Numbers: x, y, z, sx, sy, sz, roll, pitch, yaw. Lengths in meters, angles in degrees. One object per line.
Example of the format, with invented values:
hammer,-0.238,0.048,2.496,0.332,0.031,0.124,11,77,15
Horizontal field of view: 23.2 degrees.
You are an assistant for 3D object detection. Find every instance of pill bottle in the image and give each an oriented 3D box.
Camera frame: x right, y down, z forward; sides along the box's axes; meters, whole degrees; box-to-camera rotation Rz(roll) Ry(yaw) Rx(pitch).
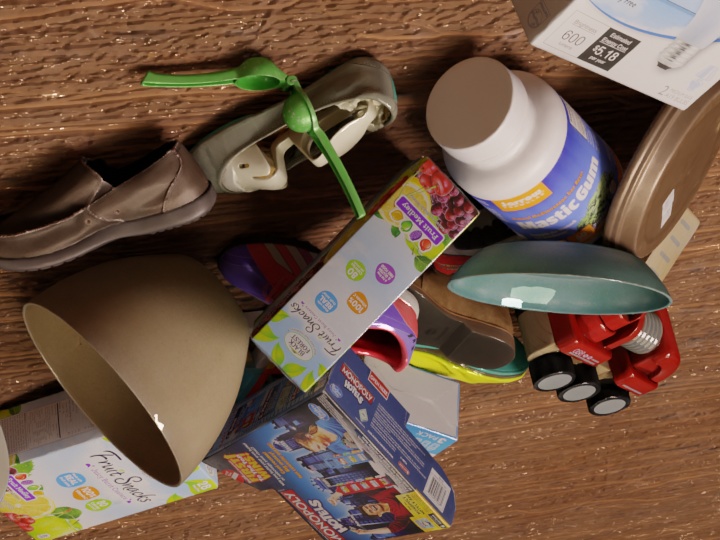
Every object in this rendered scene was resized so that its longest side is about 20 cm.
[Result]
pill bottle,0.137,-0.099,1.476,0.111,0.113,0.200,-32,146,18

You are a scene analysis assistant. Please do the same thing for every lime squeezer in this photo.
lime squeezer,-0.065,-0.121,1.348,0.199,0.071,0.038,32,144,-9

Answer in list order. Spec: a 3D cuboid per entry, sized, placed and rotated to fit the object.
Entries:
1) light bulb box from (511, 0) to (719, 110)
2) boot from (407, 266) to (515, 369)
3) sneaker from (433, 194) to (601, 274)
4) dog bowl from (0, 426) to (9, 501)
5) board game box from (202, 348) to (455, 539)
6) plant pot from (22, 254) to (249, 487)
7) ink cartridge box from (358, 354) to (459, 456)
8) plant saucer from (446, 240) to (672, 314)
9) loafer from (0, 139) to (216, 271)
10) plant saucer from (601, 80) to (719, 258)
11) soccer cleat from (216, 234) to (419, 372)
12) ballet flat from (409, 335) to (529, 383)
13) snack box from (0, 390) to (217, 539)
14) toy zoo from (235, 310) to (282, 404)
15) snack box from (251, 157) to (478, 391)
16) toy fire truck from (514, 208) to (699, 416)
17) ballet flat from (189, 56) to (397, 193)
light bulb box,0.234,-0.249,1.301,0.197,0.126,0.200,14,135,-41
boot,0.060,0.025,1.666,0.198,0.076,0.074,24,139,-25
sneaker,0.156,-0.035,1.628,0.197,0.078,0.085,-4,150,-7
dog bowl,-0.385,0.137,1.441,0.078,0.201,0.200,-35,145,18
board game box,-0.039,0.170,1.625,0.198,0.062,0.200,-15,127,39
plant pot,-0.173,0.065,1.496,0.134,0.200,0.201,-41,154,-22
ink cartridge box,-0.001,0.164,1.763,0.114,0.069,0.200,20,144,-24
plant saucer,0.175,0.005,1.540,0.197,0.036,0.200,5,171,1
loafer,-0.217,-0.058,1.393,0.198,0.073,0.072,-17,113,-3
plant saucer,0.275,-0.091,1.540,0.200,0.029,0.201,-49,159,-26
soccer cleat,-0.036,0.029,1.565,0.198,0.074,0.068,21,135,-21
ballet flat,0.077,0.077,1.749,0.198,0.068,0.067,15,146,-35
snack box,-0.258,0.179,1.679,0.198,0.068,0.169,-19,148,9
toy zoo,-0.098,0.093,1.705,0.130,0.021,0.200,3,141,-32
snack box,0.000,0.000,1.449,0.200,0.068,0.169,-44,-176,1
toy fire truck,0.274,0.039,1.768,0.199,0.130,0.175,-27,148,28
ballet flat,-0.060,-0.102,1.406,0.199,0.064,0.067,-29,146,12
